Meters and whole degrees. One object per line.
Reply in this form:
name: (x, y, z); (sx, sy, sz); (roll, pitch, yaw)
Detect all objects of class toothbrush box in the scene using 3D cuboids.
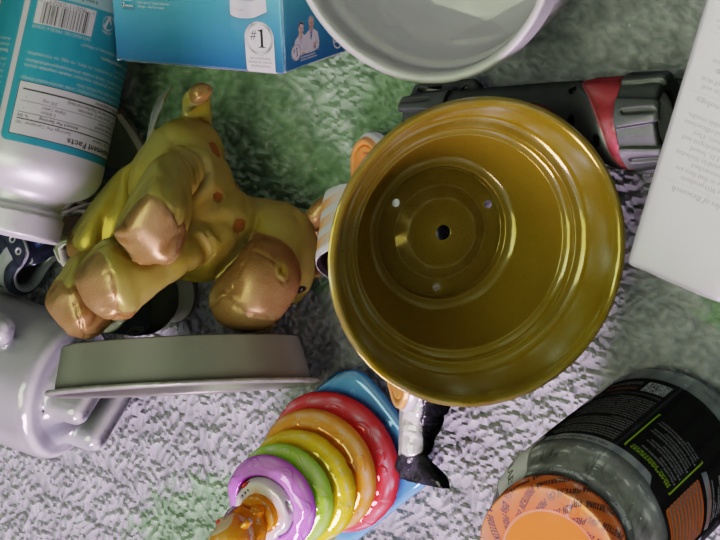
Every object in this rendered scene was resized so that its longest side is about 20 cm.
toothbrush box: (-0.095, -0.245, 1.559); (0.146, 0.085, 0.201); (6, 110, 31)

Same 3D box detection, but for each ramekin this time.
ramekin: (0.060, -0.229, 1.460); (0.200, 0.105, 0.201); (10, 110, 28)

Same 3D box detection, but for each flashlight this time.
flashlight: (0.119, -0.093, 1.493); (0.200, 0.068, 0.068); (-3, 113, 31)

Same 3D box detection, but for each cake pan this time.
cake pan: (-0.128, 0.069, 1.626); (0.200, 0.200, 0.037); (-5, 85, 32)

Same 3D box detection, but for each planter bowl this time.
planter bowl: (0.064, -0.019, 1.461); (0.083, 0.200, 0.201); (-144, 45, -70)

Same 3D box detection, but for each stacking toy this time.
stacking toy: (-0.051, 0.159, 1.598); (0.110, 0.200, 0.116); (52, 125, 6)

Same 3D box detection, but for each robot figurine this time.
robot figurine: (-0.277, 0.077, 1.759); (0.200, 0.113, 0.170); (16, 148, 25)

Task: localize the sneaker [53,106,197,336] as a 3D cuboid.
sneaker: (-0.196, -0.042, 1.683); (0.067, 0.090, 0.201); (-22, 93, 37)

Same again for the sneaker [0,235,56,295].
sneaker: (-0.273, -0.074, 1.731); (0.108, 0.070, 0.200); (28, 125, 26)

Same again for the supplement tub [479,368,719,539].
supplement tub: (0.164, 0.149, 1.465); (0.122, 0.200, 0.123); (10, 110, 28)

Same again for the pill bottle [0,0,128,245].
pill bottle: (-0.229, -0.123, 1.618); (0.111, 0.111, 0.201); (11, 86, 28)

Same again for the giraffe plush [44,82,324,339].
giraffe plush: (-0.104, -0.017, 1.599); (0.162, 0.200, 0.172); (34, 145, -17)

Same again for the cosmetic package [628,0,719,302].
cosmetic package: (0.240, -0.092, 1.400); (0.074, 0.102, 0.200); (23, 117, 22)

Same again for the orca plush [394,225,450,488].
orca plush: (0.068, 0.052, 1.568); (0.071, 0.105, 0.201); (2, 88, -8)

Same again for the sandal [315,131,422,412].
sandal: (0.002, -0.003, 1.537); (0.079, 0.059, 0.207); (119, 146, -59)
